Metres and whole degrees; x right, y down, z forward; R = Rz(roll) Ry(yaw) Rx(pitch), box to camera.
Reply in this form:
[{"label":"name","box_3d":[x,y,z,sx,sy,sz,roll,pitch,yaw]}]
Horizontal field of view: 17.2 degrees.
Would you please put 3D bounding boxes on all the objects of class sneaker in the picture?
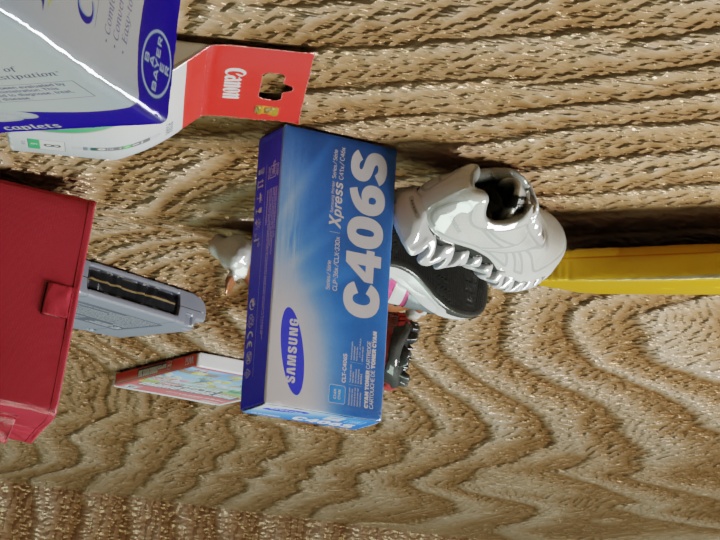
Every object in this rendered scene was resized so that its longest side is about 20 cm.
[{"label":"sneaker","box_3d":[0.000,0.000,1.906,0.120,0.084,0.199,-15,150,42]},{"label":"sneaker","box_3d":[-0.006,0.058,2.116,0.097,0.071,0.200,14,-174,-13]},{"label":"sneaker","box_3d":[0.106,-0.036,1.767,0.081,0.076,0.199,-33,157,27]}]

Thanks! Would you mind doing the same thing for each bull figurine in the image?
[{"label":"bull figurine","box_3d":[-0.029,0.006,1.998,0.198,0.066,0.121,5,171,4]}]

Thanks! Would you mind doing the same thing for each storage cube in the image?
[{"label":"storage cube","box_3d":[-0.322,0.027,1.893,0.178,0.202,0.171,13,166,-12]}]

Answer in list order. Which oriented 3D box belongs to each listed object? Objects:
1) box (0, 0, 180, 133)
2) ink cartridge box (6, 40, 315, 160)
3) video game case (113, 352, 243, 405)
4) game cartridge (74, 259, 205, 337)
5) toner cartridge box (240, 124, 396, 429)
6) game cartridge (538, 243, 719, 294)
[{"label":"box","box_3d":[-0.155,-0.172,0.985,0.104,0.186,0.200,0,167,22]},{"label":"ink cartridge box","box_3d":[-0.136,-0.110,1.566,0.198,0.051,0.161,7,167,-4]},{"label":"video game case","box_3d":[-0.168,0.122,2.649,0.142,0.018,0.199,13,164,-31]},{"label":"game cartridge","box_3d":[-0.257,0.025,2.217,0.133,0.041,0.199,-10,161,36]},{"label":"toner cartridge box","box_3d":[-0.029,0.005,1.683,0.094,0.202,0.043,10,165,-26]},{"label":"game cartridge","box_3d":[0.248,-0.001,1.905,0.198,0.033,0.176,1,176,23]}]
